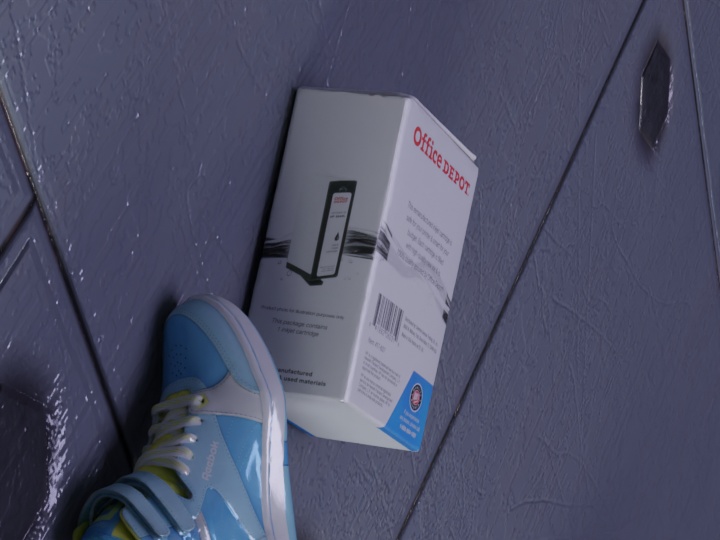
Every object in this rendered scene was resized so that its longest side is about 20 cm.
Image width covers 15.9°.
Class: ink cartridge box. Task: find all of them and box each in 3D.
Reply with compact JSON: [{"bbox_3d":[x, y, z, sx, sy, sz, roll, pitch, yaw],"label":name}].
[{"bbox_3d":[0.000,0.000,1.656,0.146,0.084,0.202,39,60,-63],"label":"ink cartridge box"}]

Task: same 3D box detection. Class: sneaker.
[{"bbox_3d":[-0.107,0.108,1.447,0.130,0.079,0.202,2,69,-42],"label":"sneaker"}]
